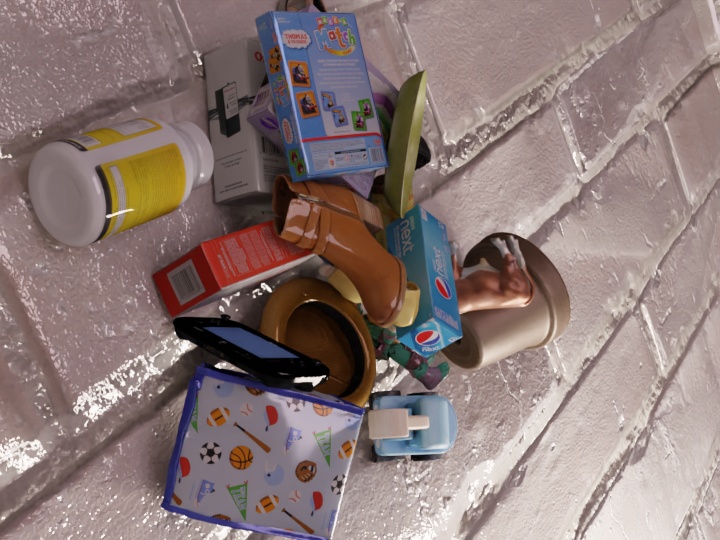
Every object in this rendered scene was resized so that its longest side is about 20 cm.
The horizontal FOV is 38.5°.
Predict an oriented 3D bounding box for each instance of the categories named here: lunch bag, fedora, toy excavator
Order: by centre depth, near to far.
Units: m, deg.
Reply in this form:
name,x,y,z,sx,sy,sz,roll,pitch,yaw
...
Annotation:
name,x,y,z,sx,sy,sz,roll,pitch,yaw
lunch bag,-0.119,0.209,1.189,0.198,0.123,0.172,15,85,-26
fedora,-0.068,0.110,1.344,0.199,0.081,0.203,17,64,-40
toy excavator,0.069,0.208,1.408,0.192,0.200,0.101,3,77,-27

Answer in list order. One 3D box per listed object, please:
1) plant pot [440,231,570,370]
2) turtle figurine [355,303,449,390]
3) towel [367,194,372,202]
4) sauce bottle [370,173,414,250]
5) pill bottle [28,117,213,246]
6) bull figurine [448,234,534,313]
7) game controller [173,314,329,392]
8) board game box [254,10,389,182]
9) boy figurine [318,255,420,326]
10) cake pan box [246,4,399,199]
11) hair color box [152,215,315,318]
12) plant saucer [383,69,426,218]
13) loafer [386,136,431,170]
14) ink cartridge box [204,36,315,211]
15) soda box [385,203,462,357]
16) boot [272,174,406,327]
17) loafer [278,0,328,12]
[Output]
name,x,y,z,sx,sy,sz,roll,pitch,yaw
plant pot,0.207,0.068,1.644,0.174,0.199,0.202,-35,109,-31
turtle figurine,0.036,0.085,1.474,0.200,0.101,0.150,44,13,-21
towel,-0.016,-0.161,1.469,0.200,0.021,0.149,22,60,-75
sauce bottle,0.056,-0.041,1.534,0.066,0.065,0.203,-34,121,-50
pill bottle,-0.256,-0.106,1.138,0.199,0.111,0.113,-29,103,-51
bull figurine,0.160,0.015,1.538,0.065,0.197,0.123,-155,-120,-82
game controller,-0.129,0.091,1.191,0.104,0.199,0.043,18,92,-50
board game box,-0.045,-0.218,1.278,0.150,0.036,0.203,-13,91,-47
boy figurine,0.000,0.000,1.367,0.123,0.200,0.065,-8,131,-44
cake pan box,-0.044,-0.216,1.339,0.200,0.052,0.186,40,52,-32
hair color box,-0.145,-0.011,1.259,0.199,0.101,0.062,-22,86,-53
plant saucer,0.059,-0.172,1.397,0.200,0.031,0.203,9,90,-84
loafer,0.049,-0.214,1.581,0.200,0.068,0.071,30,36,-61
ink cartridge box,-0.122,-0.187,1.353,0.146,0.082,0.203,5,77,-52
soda box,0.084,0.012,1.412,0.064,0.068,0.202,33,38,-36
boot,-0.032,-0.025,1.253,0.153,0.074,0.201,18,38,-37
loafer,-0.045,-0.315,1.502,0.201,0.062,0.072,56,43,-25
